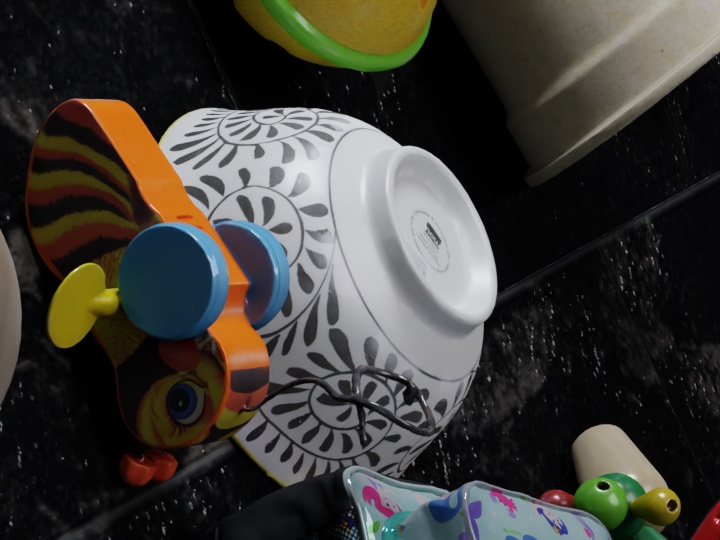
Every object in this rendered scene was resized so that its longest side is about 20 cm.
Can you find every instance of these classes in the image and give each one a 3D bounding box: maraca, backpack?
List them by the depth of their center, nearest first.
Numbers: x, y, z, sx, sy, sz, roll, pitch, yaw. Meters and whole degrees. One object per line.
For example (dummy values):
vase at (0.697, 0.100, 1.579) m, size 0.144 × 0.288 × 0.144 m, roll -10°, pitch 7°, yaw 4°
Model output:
backpack at (0.038, 0.187, 1.193) m, size 0.177 × 0.150 × 0.200 m, roll 22°, pitch 54°, yaw -55°
maraca at (-0.024, -0.187, 1.415) m, size 0.137 × 0.107 × 0.200 m, roll 6°, pitch 62°, yaw -48°

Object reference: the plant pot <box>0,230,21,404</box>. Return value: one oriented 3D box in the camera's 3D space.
plant pot at (-0.193, 0.005, 0.905) m, size 0.174 × 0.200 × 0.200 m, roll 36°, pitch 36°, yaw -72°

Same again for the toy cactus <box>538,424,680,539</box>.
toy cactus at (0.144, 0.151, 1.487) m, size 0.200 × 0.102 × 0.165 m, roll 38°, pitch 19°, yaw -39°

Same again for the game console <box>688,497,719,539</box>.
game console at (0.192, 0.198, 1.423) m, size 0.200 × 0.177 × 0.031 m, roll 20°, pitch 12°, yaw -46°

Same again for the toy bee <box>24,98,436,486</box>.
toy bee at (-0.080, 0.029, 1.174) m, size 0.131 × 0.109 × 0.200 m, roll 19°, pitch 27°, yaw -45°

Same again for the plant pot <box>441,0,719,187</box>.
plant pot at (0.115, -0.179, 1.596) m, size 0.184 × 0.200 × 0.200 m, roll 51°, pitch 28°, yaw -3°

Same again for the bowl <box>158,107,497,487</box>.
bowl at (0.000, 0.000, 1.323) m, size 0.201 × 0.094 × 0.201 m, roll 41°, pitch 35°, yaw -38°
